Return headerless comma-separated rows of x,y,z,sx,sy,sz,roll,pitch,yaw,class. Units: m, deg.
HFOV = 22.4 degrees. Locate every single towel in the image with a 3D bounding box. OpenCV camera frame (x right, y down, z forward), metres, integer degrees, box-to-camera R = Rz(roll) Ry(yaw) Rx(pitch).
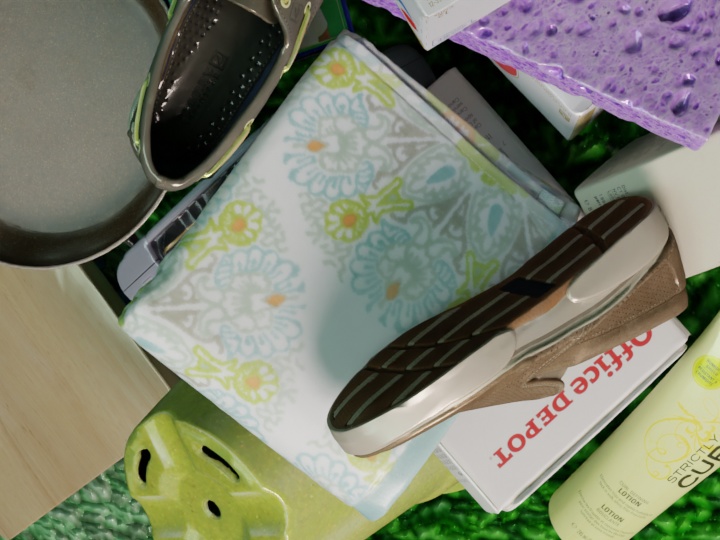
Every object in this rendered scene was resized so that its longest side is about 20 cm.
0.000,0.000,0.935,0.171,0.201,0.048,38,169,-7,towel

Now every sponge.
0.098,-0.151,0.887,0.199,0.112,0.030,25,174,4,sponge

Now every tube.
0.182,0.094,1.043,0.200,0.058,0.052,-50,47,38,tube

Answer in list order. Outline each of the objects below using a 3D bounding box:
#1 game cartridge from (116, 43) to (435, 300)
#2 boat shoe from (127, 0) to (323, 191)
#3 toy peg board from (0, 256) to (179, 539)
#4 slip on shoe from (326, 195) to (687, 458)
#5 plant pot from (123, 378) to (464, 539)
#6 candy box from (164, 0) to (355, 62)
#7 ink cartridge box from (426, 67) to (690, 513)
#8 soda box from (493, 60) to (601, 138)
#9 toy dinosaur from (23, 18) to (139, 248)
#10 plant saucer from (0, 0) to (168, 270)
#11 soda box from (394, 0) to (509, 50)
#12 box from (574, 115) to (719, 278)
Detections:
-0.048,-0.058,1.067,0.200,0.133,0.041,-39,84,38,game cartridge
-0.056,-0.131,0.900,0.072,0.060,0.203,25,103,-13,boat shoe
-0.230,0.052,1.316,0.199,0.098,0.201,-36,92,28,toy peg board
0.077,0.040,0.894,0.061,0.199,0.076,61,162,-20,slip on shoe
-0.038,0.098,1.104,0.199,0.184,0.202,24,132,29,plant pot
-0.085,-0.219,0.994,0.169,0.076,0.202,-145,35,-67,candy box
0.061,0.014,1.012,0.200,0.147,0.083,49,173,3,ink cartridge box
0.065,-0.165,0.947,0.200,0.064,0.068,46,178,6,soda box
-0.171,-0.108,1.125,0.085,0.202,0.136,-8,153,14,toy dinosaur
-0.188,-0.102,1.069,0.198,0.032,0.202,2,97,16,plant saucer
0.097,-0.187,0.845,0.068,0.199,0.064,58,177,7,soda box
0.212,-0.057,0.911,0.199,0.082,0.069,-22,100,44,box
